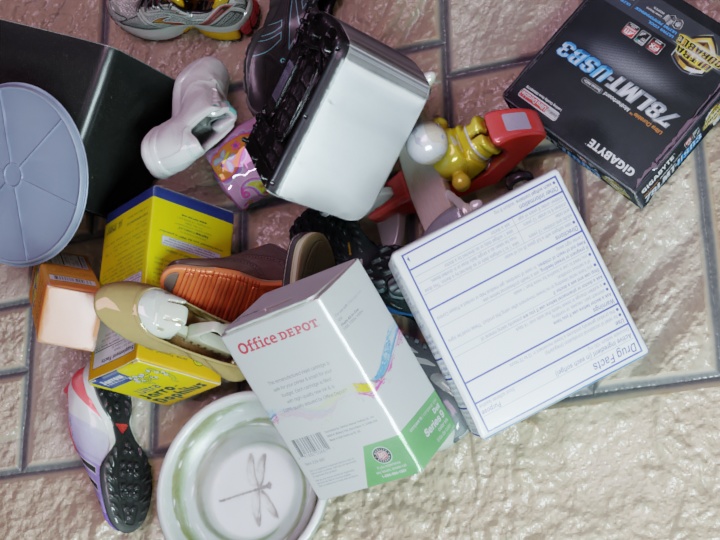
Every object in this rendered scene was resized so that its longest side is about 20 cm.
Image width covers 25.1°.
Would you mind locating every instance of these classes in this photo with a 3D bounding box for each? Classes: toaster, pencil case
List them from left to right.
[{"bbox_3d":[-0.077,-0.153,1.819,0.199,0.087,0.088,-36,60,4],"label":"pencil case"},{"bbox_3d":[-0.027,-0.170,1.684,0.202,0.118,0.181,-63,21,12],"label":"toaster"}]

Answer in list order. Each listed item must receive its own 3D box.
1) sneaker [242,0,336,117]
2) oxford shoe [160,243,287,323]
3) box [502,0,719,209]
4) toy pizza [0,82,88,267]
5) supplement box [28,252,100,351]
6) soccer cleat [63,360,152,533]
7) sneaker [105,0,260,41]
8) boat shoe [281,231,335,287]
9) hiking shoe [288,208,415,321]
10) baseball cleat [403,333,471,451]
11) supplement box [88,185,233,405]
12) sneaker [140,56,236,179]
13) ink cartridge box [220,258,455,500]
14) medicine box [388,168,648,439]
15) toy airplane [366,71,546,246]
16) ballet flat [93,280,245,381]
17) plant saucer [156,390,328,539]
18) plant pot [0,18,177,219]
[{"bbox_3d":[-0.079,-0.265,1.870,0.078,0.075,0.202,8,72,23],"label":"sneaker"},{"bbox_3d":[-0.121,0.009,1.730,0.073,0.198,0.072,-104,33,-41],"label":"oxford shoe"},{"bbox_3d":[0.285,-0.199,1.707,0.199,0.050,0.200,-47,59,-3],"label":"box"},{"bbox_3d":[-0.374,-0.106,1.784,0.198,0.032,0.203,3,97,28],"label":"toy pizza"},{"bbox_3d":[-0.326,0.030,1.779,0.068,0.200,0.067,10,99,-14],"label":"supplement box"},{"bbox_3d":[-0.280,0.198,1.770,0.073,0.068,0.202,-33,61,34],"label":"soccer cleat"},{"bbox_3d":[-0.221,-0.329,1.951,0.198,0.082,0.079,2,69,24],"label":"sneaker"},{"bbox_3d":[-0.067,0.052,1.683,0.066,0.203,0.071,18,31,35],"label":"boat shoe"},{"bbox_3d":[0.000,0.000,1.717,0.074,0.087,0.199,-45,49,-15],"label":"hiking shoe"},{"bbox_3d":[0.058,0.094,1.674,0.106,0.070,0.201,-31,64,-8],"label":"baseball cleat"},{"bbox_3d":[-0.215,0.029,1.760,0.108,0.109,0.202,-23,56,48],"label":"supplement box"},{"bbox_3d":[-0.172,-0.178,1.831,0.088,0.076,0.201,-16,34,30],"label":"sneaker"},{"bbox_3d":[-0.022,0.107,1.577,0.144,0.201,0.088,-21,16,41],"label":"ink cartridge box"},{"bbox_3d":[0.149,0.035,1.571,0.181,0.103,0.202,-27,87,-3],"label":"medicine box"},{"bbox_3d":[0.073,-0.110,1.701,0.199,0.141,0.201,23,79,28],"label":"toy airplane"},{"bbox_3d":[-0.178,0.055,1.665,0.063,0.199,0.069,-23,51,47],"label":"ballet flat"},{"bbox_3d":[-0.116,0.228,1.688,0.198,0.050,0.202,-9,65,19],"label":"plant saucer"},{"bbox_3d":[-0.335,-0.166,1.877,0.198,0.200,0.179,17,88,27],"label":"plant pot"}]
